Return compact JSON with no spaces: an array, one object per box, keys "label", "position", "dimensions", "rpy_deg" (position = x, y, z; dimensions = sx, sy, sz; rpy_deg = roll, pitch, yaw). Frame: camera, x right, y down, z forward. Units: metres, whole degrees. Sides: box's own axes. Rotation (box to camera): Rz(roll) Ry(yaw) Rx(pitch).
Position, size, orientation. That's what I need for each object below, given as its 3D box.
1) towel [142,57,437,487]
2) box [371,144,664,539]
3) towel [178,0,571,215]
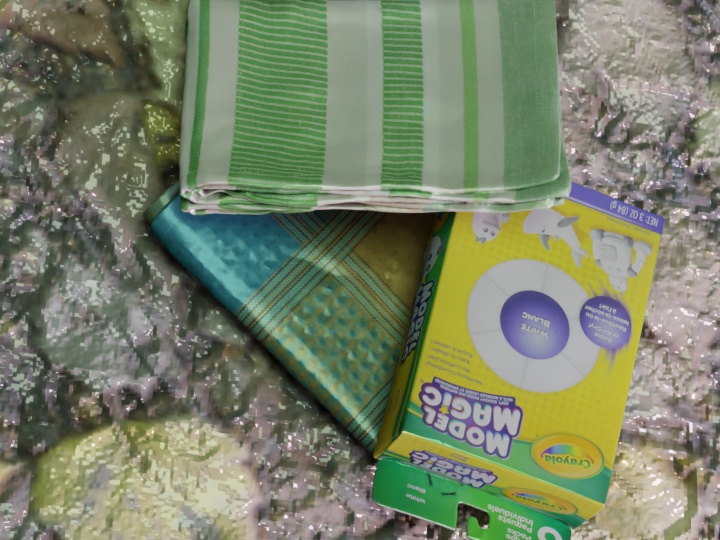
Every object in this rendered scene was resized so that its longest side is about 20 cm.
[{"label":"towel","position":[0.000,0.000,1.450],"dimensions":[0.200,0.022,0.147],"rpy_deg":[46,61,2]},{"label":"box","position":[0.080,0.045,1.423],"dimensions":[0.117,0.048,0.200],"rpy_deg":[20,64,-11]},{"label":"towel","position":[0.006,-0.090,1.444],"dimensions":[0.200,0.023,0.153],"rpy_deg":[0,50,-1]}]
